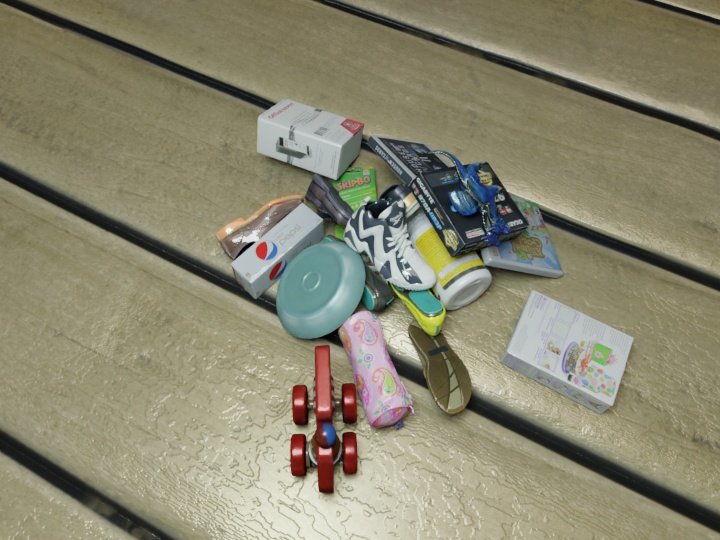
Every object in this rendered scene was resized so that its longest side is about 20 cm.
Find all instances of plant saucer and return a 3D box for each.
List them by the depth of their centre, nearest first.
[{"bbox_3d":[-0.085,0.026,1.032,0.197,0.036,0.203,-16,56,24],"label":"plant saucer"}]

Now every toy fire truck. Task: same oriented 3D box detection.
[{"bbox_3d":[-0.060,0.241,0.882,0.110,0.169,0.203,-1,59,-2],"label":"toy fire truck"}]

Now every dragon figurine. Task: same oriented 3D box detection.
[{"bbox_3d":[0.192,-0.135,0.952,0.200,0.059,0.100,47,38,-6],"label":"dragon figurine"}]

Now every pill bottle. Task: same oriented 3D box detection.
[{"bbox_3d":[0.160,-0.034,1.079,0.110,0.112,0.202,-23,63,-14],"label":"pill bottle"}]

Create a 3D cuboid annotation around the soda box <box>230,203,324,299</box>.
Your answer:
[{"bbox_3d":[-0.162,-0.041,1.102,0.063,0.068,0.200,37,66,18],"label":"soda box"}]

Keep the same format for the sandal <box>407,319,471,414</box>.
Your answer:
[{"bbox_3d":[0.140,0.174,0.998,0.079,0.055,0.201,-11,46,-14],"label":"sandal"}]

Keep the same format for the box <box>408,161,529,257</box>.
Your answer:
[{"bbox_3d":[0.204,-0.119,1.027,0.198,0.046,0.161,-15,68,-38],"label":"box"}]

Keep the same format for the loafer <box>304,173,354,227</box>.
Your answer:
[{"bbox_3d":[-0.066,-0.131,1.130,0.063,0.071,0.201,-50,35,13],"label":"loafer"}]

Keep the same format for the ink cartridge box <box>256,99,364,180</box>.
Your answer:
[{"bbox_3d":[-0.110,-0.293,1.217,0.197,0.084,0.147,21,38,11],"label":"ink cartridge box"}]

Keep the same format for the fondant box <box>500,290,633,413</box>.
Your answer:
[{"bbox_3d":[0.377,0.146,1.011,0.198,0.059,0.145,26,63,14],"label":"fondant box"}]

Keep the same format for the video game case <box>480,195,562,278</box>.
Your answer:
[{"bbox_3d":[0.307,-0.079,1.111,0.197,0.022,0.185,9,56,-29],"label":"video game case"}]

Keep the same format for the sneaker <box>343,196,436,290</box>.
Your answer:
[{"bbox_3d":[0.066,-0.059,0.991,0.199,0.130,0.079,42,53,16],"label":"sneaker"}]

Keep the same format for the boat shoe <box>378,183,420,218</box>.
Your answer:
[{"bbox_3d":[0.070,-0.138,1.096,0.075,0.200,0.062,-45,98,-3],"label":"boat shoe"}]

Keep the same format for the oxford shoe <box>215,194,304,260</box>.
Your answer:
[{"bbox_3d":[-0.195,-0.089,1.140,0.198,0.071,0.074,-31,82,-11],"label":"oxford shoe"}]

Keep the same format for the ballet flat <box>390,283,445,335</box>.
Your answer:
[{"bbox_3d":[0.103,0.051,1.048,0.066,0.068,0.201,-18,37,-11],"label":"ballet flat"}]

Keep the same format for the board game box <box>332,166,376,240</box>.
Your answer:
[{"bbox_3d":[-0.011,-0.139,1.186,0.094,0.030,0.203,-2,62,-3],"label":"board game box"}]

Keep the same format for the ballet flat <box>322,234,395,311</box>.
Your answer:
[{"bbox_3d":[0.000,0.000,1.084,0.068,0.069,0.201,-19,56,-29],"label":"ballet flat"}]

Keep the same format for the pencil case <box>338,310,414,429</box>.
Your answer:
[{"bbox_3d":[0.025,0.174,0.969,0.086,0.088,0.202,-16,59,-10],"label":"pencil case"}]

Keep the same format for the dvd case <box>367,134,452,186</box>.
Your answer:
[{"bbox_3d":[0.125,-0.227,1.167,0.198,0.025,0.151,-5,47,-46],"label":"dvd case"}]
